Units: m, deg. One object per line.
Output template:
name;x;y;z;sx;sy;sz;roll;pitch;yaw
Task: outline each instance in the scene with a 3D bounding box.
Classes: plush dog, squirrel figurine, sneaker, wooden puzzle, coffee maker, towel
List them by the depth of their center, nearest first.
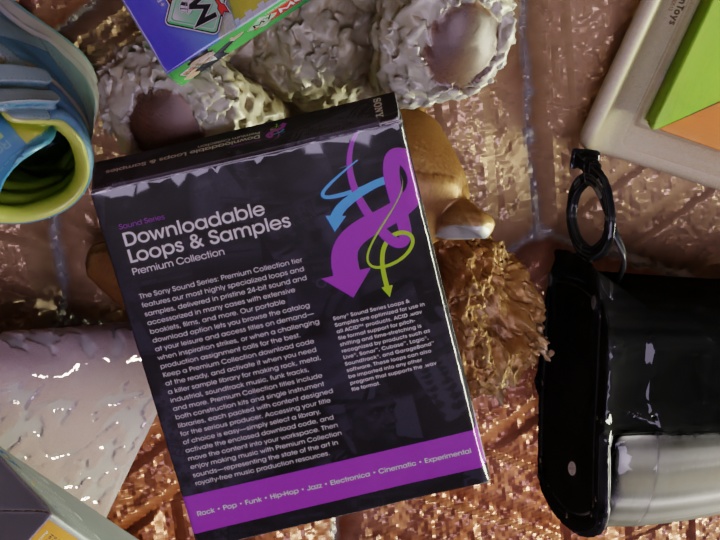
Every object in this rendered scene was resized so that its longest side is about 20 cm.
sneaker;-0.199;-0.096;1.350;0.200;0.131;0.080;30;110;-25
plush dog;-0.035;-0.155;1.366;0.200;0.160;0.172;-16;102;10
squirrel figurine;0.000;0.000;1.444;0.200;0.142;0.187;17;125;-40
towel;-0.195;0.112;1.473;0.200;0.032;0.191;-4;125;-46
wooden puzzle;0.233;-0.114;1.492;0.200;0.037;0.185;15;114;-20
coffee maker;0.204;0.045;1.515;0.200;0.135;0.192;-1;122;-15

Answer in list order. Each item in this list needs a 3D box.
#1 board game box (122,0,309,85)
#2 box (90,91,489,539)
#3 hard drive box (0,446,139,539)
board game box;-0.077;-0.202;1.304;0.135;0.029;0.200;-33;78;6
box;-0.030;0.025;1.341;0.143;0.036;0.200;-13;121;2
hard drive box;-0.180;0.187;1.468;0.156;0.077;0.200;-48;147;-1
